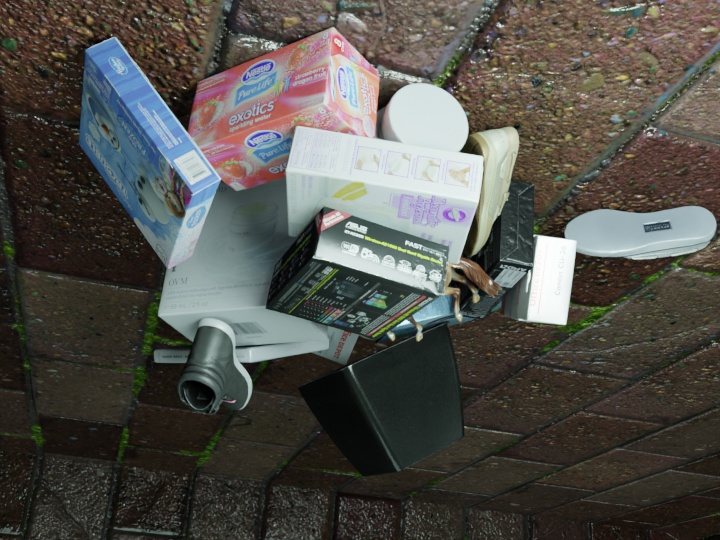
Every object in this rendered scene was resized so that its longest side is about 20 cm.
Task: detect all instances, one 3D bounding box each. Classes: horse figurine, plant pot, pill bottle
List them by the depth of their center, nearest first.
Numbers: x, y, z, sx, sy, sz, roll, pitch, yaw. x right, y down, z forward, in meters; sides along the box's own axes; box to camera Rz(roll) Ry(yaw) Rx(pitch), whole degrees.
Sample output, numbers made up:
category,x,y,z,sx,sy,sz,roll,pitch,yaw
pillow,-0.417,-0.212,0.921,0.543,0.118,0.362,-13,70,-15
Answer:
category,x,y,z,sx,sy,sz,roll,pitch,yaw
pill bottle,0.045,-0.125,1.052,0.112,0.114,0.200,11,155,-15
horse figurine,0.079,0.029,1.168,0.199,0.050,0.133,-24,128,14
plant pot,0.048,0.215,1.410,0.199,0.178,0.199,-20,174,-29

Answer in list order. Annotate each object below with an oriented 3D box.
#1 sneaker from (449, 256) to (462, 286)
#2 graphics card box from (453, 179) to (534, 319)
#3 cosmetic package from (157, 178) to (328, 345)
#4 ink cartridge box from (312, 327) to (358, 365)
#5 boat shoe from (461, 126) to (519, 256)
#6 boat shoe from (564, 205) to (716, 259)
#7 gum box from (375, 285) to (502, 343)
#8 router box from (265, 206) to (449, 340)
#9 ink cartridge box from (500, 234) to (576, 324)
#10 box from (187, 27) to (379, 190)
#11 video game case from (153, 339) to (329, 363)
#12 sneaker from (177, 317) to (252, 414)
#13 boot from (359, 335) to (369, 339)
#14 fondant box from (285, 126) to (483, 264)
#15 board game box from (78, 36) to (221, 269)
category,x,y,z,sx,sy,sz,roll,pitch,yaw
sneaker,0.109,-0.008,1.283,0.104,0.060,0.200,49,170,-27
graphics card box,0.182,-0.025,1.230,0.051,0.126,0.200,10,154,-7
cosmetic package,-0.147,-0.014,1.214,0.198,0.201,0.123,-6,151,20
ink cartridge box,-0.088,0.051,1.404,0.199,0.083,0.146,21,143,0
boat shoe,0.158,-0.096,1.121,0.065,0.072,0.201,-20,143,-19
boat shoe,0.383,-0.041,1.229,0.199,0.074,0.065,0,151,11
gum box,0.127,0.061,1.410,0.199,0.045,0.170,-12,169,-10
router box,-0.009,0.010,1.017,0.149,0.062,0.200,18,156,-16
ink cartridge box,0.245,0.013,1.228,0.067,0.117,0.200,7,-179,0
box,-0.087,-0.173,0.984,0.199,0.103,0.095,-12,150,33
video game case,-0.175,0.119,1.339,0.181,0.024,0.200,-4,178,31
sneaker,-0.199,0.158,1.194,0.070,0.100,0.200,11,144,11
boot,0.032,0.052,1.488,0.199,0.073,0.144,26,145,-33
fondant box,0.022,-0.078,0.962,0.199,0.059,0.144,9,154,1
board game box,-0.249,-0.126,1.023,0.043,0.200,0.199,-33,171,-28
